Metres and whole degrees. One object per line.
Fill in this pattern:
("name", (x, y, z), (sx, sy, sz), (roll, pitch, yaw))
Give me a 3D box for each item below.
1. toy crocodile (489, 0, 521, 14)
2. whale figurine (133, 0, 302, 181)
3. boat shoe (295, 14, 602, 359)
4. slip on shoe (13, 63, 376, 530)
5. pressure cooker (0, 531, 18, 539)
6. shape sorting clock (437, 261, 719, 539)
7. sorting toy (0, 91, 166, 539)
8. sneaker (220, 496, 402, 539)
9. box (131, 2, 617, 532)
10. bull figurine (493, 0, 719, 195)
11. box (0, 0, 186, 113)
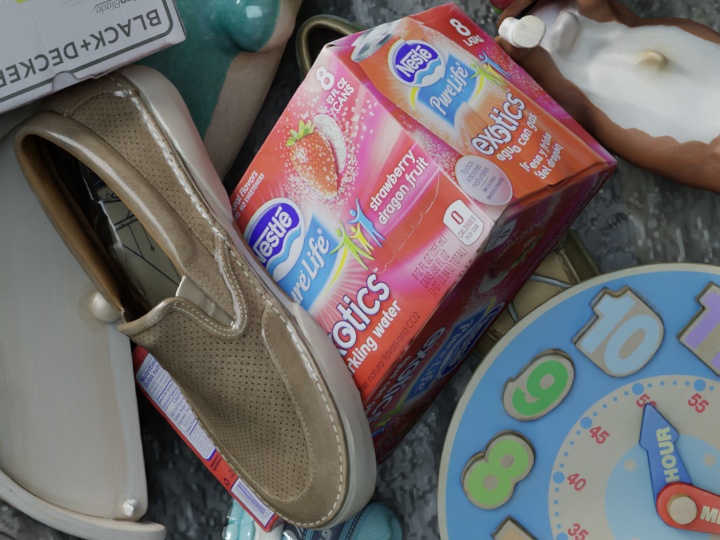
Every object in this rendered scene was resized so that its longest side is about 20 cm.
("toy crocodile", (0.058, -0.146, 0.873), (0.067, 0.200, 0.062), (-23, 74, 4))
("whale figurine", (-0.093, -0.098, 0.924), (0.159, 0.103, 0.201), (-10, 68, 53))
("boat shoe", (0.037, -0.028, 0.931), (0.073, 0.063, 0.200), (-43, 77, 3))
("slip on shoe", (-0.066, 0.016, 0.824), (0.076, 0.060, 0.201), (-24, 93, 41))
("pressure cooker", (-0.161, 0.197, 0.890), (0.199, 0.179, 0.177), (24, 114, 14))
("shape sorting clock", (0.131, 0.097, 0.887), (0.199, 0.039, 0.201), (0, 92, 1))
("sorting toy", (-0.176, 0.021, 0.924), (0.106, 0.180, 0.201), (-9, 94, -30))
("sneaker", (-0.012, 0.192, 0.906), (0.086, 0.078, 0.201), (-6, 81, 8))
("box", (0.000, 0.000, 0.873), (0.100, 0.095, 0.200), (46, 129, 14))
("bull figurine", (0.145, -0.070, 0.879), (0.199, 0.121, 0.065), (19, 80, 12))
("box", (-0.171, -0.097, 0.864), (0.116, 0.200, 0.060), (-26, 105, -29))
